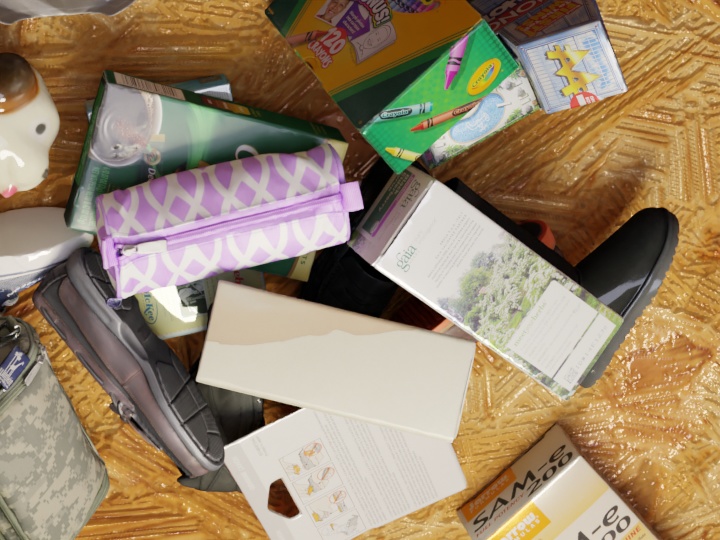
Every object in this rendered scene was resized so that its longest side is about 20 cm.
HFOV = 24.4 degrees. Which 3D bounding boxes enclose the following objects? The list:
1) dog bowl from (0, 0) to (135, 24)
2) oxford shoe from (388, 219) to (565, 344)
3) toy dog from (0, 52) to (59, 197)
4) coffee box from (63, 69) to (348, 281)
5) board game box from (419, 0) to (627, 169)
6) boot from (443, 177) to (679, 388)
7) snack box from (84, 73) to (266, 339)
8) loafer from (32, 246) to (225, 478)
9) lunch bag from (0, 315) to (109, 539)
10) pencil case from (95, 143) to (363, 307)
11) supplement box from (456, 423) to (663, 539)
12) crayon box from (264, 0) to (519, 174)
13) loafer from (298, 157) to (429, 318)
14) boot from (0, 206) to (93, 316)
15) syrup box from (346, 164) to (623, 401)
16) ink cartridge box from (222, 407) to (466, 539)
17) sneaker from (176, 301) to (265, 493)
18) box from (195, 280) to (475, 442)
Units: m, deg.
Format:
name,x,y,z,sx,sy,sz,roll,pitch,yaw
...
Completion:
name,x,y,z,sx,sy,sz,roll,pitch,yaw
dog bowl,-0.231,-0.281,1.231,0.198,0.059,0.202,-4,110,-11
oxford shoe,0.092,0.043,1.413,0.199,0.071,0.073,-34,117,1
toy dog,-0.323,-0.093,1.250,0.198,0.196,0.140,-15,156,-7
coffee box,-0.118,-0.072,1.297,0.198,0.044,0.124,14,105,-19
board game box,0.115,-0.163,1.271,0.199,0.200,0.062,-29,114,-1
boot,0.143,-0.019,1.350,0.199,0.066,0.166,30,88,-17
snack box,-0.145,-0.048,1.344,0.115,0.037,0.202,-12,112,-9
loafer,-0.180,0.079,1.297,0.063,0.072,0.201,-32,92,17
lunch bag,-0.298,0.144,1.309,0.167,0.139,0.201,-34,137,-15
pencil case,-0.103,-0.039,1.242,0.198,0.085,0.085,-16,91,-10
supplement box,0.200,0.255,1.509,0.126,0.074,0.200,-42,112,4
crayon box,0.019,-0.174,1.245,0.119,0.200,0.058,-41,131,5
loafer,0.000,0.000,1.375,0.068,0.070,0.202,22,104,-18
boot,-0.303,0.016,1.325,0.198,0.073,0.091,-14,125,-4
syrup box,0.094,0.008,1.265,0.199,0.081,0.079,35,92,-20
ink cartridge box,-0.015,0.152,1.398,0.175,0.045,0.201,-24,138,-1
sneaker,-0.121,0.112,1.374,0.090,0.076,0.202,-2,124,-3
box,-0.019,0.069,1.266,0.198,0.095,0.079,13,87,-3
